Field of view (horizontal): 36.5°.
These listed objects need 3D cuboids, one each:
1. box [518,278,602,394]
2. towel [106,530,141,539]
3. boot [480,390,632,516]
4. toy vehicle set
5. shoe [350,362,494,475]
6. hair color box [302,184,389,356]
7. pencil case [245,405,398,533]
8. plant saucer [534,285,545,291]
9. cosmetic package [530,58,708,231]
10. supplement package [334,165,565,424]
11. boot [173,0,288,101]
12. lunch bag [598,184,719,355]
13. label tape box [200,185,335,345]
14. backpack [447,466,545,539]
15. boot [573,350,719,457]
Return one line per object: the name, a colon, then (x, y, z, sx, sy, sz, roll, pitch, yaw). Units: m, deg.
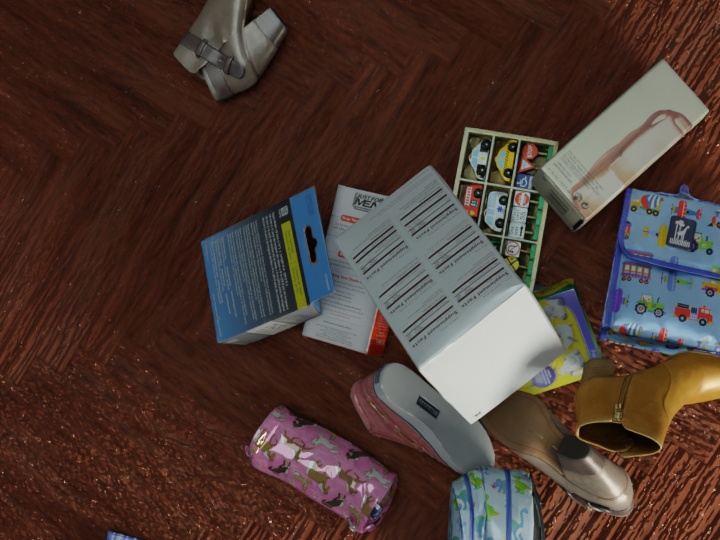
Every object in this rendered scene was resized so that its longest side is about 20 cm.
box: (0.191, 0.099, 1.361, 0.198, 0.048, 0.119, -20, 102, 16)
towel: (-0.272, 0.452, 1.477, 0.197, 0.024, 0.147, 14, 89, 13)
boot: (0.238, 0.228, 1.319, 0.070, 0.147, 0.199, -49, 43, -12)
toy vehicle set: (0.177, -0.075, 1.397, 0.122, 0.027, 0.203, 9, 84, 12)
shoe: (0.078, 0.198, 1.395, 0.200, 0.091, 0.072, 41, 57, -12)
hair color box: (0.000, 0.000, 1.417, 0.100, 0.061, 0.203, 14, 90, 23)
pencil case: (-0.050, 0.256, 1.411, 0.198, 0.086, 0.084, 30, 123, 13)
plant saucer: (0.139, 0.037, 1.413, 0.197, 0.019, 0.071, 12, 89, 14)
cosmetic package: (0.312, -0.149, 1.327, 0.200, 0.103, 0.087, -42, 83, -1)
supplement package: (0.105, 0.030, 1.255, 0.146, 0.191, 0.201, -37, 56, 4)
boot: (-0.197, -0.339, 1.487, 0.146, 0.070, 0.201, -38, 79, 10)
lunch bag: (0.384, -0.004, 1.334, 0.148, 0.094, 0.203, 10, 78, 10)
label tape box: (-0.106, -0.002, 1.405, 0.198, 0.063, 0.146, -22, 70, 30)
backpack: (0.164, 0.339, 1.312, 0.152, 0.163, 0.203, 17, 92, 9)
boot: (0.344, 0.158, 1.243, 0.198, 0.145, 0.072, 0, 120, 12)
